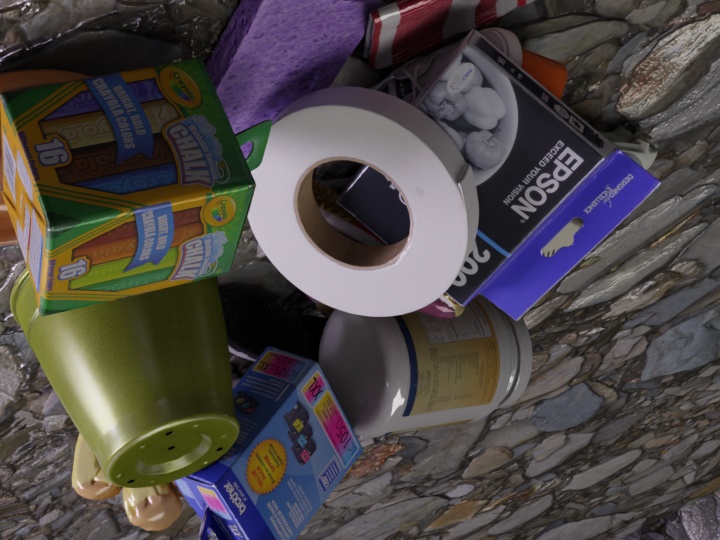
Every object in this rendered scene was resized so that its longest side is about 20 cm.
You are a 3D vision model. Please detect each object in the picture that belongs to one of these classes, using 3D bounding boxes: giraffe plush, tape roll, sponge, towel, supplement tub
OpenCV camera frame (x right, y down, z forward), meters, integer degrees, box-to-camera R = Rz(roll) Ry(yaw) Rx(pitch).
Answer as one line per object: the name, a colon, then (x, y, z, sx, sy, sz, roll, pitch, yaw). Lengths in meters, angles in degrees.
giraffe plush: (-0.222, 0.178, 1.468, 0.173, 0.200, 0.162, -45, 162, -10)
tape roll: (0.000, -0.054, 1.155, 0.203, 0.202, 0.037, -47, -174, 38)
sponge: (-0.073, -0.159, 1.130, 0.111, 0.030, 0.200, -5, 146, -37)
towel: (0.098, -0.218, 1.118, 0.198, 0.023, 0.144, -23, 176, -4)
supplement tub: (0.070, 0.094, 1.477, 0.198, 0.146, 0.145, -4, 147, -36)

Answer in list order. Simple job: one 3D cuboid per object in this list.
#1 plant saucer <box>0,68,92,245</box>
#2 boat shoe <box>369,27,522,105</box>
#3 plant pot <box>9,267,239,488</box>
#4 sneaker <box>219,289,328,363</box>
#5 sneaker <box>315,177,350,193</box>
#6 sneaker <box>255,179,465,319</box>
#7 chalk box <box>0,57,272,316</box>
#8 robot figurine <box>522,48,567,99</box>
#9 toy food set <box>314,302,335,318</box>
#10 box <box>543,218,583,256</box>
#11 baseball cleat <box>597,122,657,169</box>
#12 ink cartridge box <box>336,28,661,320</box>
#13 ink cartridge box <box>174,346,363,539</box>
plant saucer: (-0.266, -0.091, 1.083, 0.198, 0.038, 0.201, -21, 154, -11)
boat shoe: (0.050, -0.149, 1.188, 0.068, 0.073, 0.199, 0, 166, -42)
plant pot: (-0.201, 0.087, 1.287, 0.198, 0.194, 0.201, -19, 154, -10)
sneaker: (-0.104, 0.077, 1.487, 0.082, 0.073, 0.199, -17, 152, 40)
sneaker: (0.017, -0.047, 1.333, 0.197, 0.068, 0.090, 4, 139, -14)
sneaker: (0.000, 0.000, 1.260, 0.091, 0.199, 0.075, -60, 170, 22)
chalk box: (-0.156, -0.066, 1.040, 0.198, 0.125, 0.125, -13, 152, -22)
robot figurine: (0.117, -0.099, 1.246, 0.116, 0.142, 0.202, -9, 120, -70)
toy food set: (0.041, -0.007, 1.485, 0.197, 0.049, 0.199, -35, 151, 19)
box: (0.152, -0.064, 1.429, 0.068, 0.083, 0.199, -45, 147, 18)
baseball cleat: (0.232, -0.100, 1.429, 0.198, 0.070, 0.107, 1, 118, -42)
ink cartridge box: (0.110, -0.064, 1.154, 0.198, 0.199, 0.044, -48, -172, 36)
ink cartridge box: (-0.100, 0.198, 1.375, 0.200, 0.076, 0.137, -49, 131, -28)
